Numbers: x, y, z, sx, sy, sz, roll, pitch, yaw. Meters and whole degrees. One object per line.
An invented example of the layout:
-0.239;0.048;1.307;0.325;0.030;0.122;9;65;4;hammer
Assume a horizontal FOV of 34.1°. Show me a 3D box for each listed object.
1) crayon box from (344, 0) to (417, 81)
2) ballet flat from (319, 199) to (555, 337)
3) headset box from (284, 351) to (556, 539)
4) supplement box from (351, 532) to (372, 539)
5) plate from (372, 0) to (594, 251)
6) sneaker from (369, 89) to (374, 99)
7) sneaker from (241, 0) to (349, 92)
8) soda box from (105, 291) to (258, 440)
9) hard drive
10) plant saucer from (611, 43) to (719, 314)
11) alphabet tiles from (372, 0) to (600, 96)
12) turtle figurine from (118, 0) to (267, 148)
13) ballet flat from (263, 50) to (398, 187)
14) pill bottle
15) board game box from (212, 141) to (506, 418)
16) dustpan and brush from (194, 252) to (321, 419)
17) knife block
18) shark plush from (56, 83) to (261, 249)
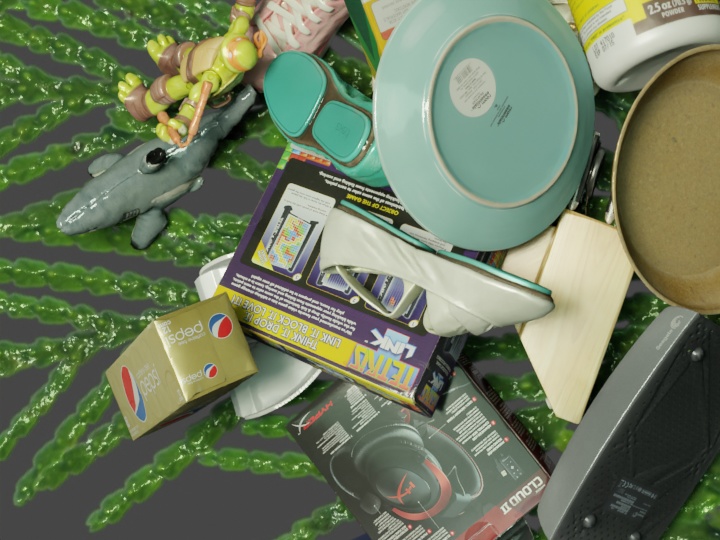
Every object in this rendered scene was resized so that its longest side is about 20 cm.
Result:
0.070;-0.170;0.891;0.124;0.052;0.202;-25;106;-11;crayon box
0.048;0.011;0.843;0.199;0.069;0.070;25;95;35;ballet flat
0.059;0.156;0.961;0.148;0.075;0.201;-41;81;9;headset box
0.007;0.331;0.953;0.109;0.109;0.202;-27;83;10;supplement box
0.099;-0.114;0.855;0.198;0.025;0.204;-3;96;-29;plate
0.061;-0.210;0.954;0.078;0.070;0.201;40;89;5;sneaker
-0.043;-0.229;0.971;0.199;0.105;0.076;-38;81;15;sneaker
-0.149;0.082;0.948;0.063;0.200;0.068;-21;84;-26;soda box
0.223;0.129;0.904;0.202;0.134;0.042;-59;40;7;hard drive
0.262;-0.069;0.898;0.198;0.035;0.204;-4;98;-26;plant saucer
0.103;-0.199;0.987;0.193;0.015;0.203;-1;90;13;alphabet tiles
-0.126;-0.177;0.974;0.160;0.064;0.202;-2;63;50;turtle figurine
-0.015;-0.113;0.917;0.068;0.070;0.200;-57;35;9;ballet flat
0.205;-0.250;0.911;0.108;0.109;0.203;-19;79;12;pill bottle
0.000;0.000;0.929;0.198;0.057;0.167;21;80;27;board game box
-0.040;0.030;0.990;0.198;0.057;0.141;-21;80;7;dustpan and brush
0.196;-0.003;0.937;0.174;0.064;0.202;-26;83;12;knife block
-0.165;-0.085;1.010;0.198;0.083;0.092;-22;85;11;shark plush
